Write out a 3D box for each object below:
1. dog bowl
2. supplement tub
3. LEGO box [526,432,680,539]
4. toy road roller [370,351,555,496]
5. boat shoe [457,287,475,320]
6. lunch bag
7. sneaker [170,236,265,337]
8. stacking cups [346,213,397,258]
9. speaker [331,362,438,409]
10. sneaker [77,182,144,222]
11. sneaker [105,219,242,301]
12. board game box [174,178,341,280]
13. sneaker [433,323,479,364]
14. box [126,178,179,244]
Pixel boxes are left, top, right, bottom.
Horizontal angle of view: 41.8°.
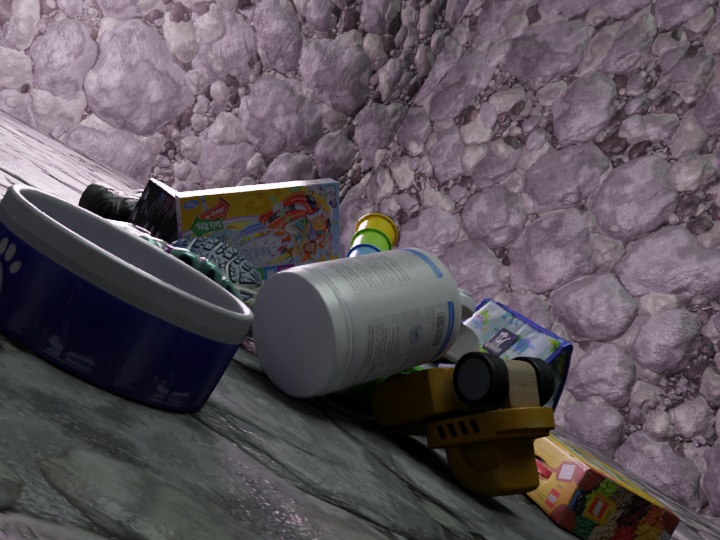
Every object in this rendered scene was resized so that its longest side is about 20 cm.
[{"bbox_3d":[-0.182,0.019,0.692,0.199,0.079,0.200,29,0,0],"label":"dog bowl"},{"bbox_3d":[0.000,0.050,0.990,0.199,0.133,0.132,-9,30,-44],"label":"supplement tub"},{"bbox_3d":[0.284,0.281,1.203,0.148,0.078,0.200,29,1,-15],"label":"LEGO box"},{"bbox_3d":[0.118,0.175,1.032,0.199,0.147,0.122,-19,-20,40],"label":"toy road roller"},{"bbox_3d":[0.065,0.016,1.254,0.198,0.066,0.074,12,-25,28],"label":"boat shoe"},{"bbox_3d":[0.196,0.158,1.364,0.170,0.201,0.127,31,1,44],"label":"lunch bag"},{"bbox_3d":[-0.145,0.038,1.096,0.199,0.085,0.077,31,44,-11],"label":"sneaker"},{"bbox_3d":[0.000,0.000,1.193,0.060,0.061,0.200,29,34,-4],"label":"stacking cups"},{"bbox_3d":[0.027,0.129,1.147,0.199,0.089,0.088,29,1,-44],"label":"speaker"},{"bbox_3d":[-0.338,-0.077,1.458,0.114,0.077,0.199,32,4,16],"label":"sneaker"},{"bbox_3d":[-0.217,-0.005,1.001,0.199,0.078,0.140,30,1,-13],"label":"sneaker"},{"bbox_3d":[-0.122,-0.036,1.160,0.198,0.136,0.034,-8,16,-20],"label":"board game box"},{"bbox_3d":[0.057,0.072,1.199,0.099,0.071,0.200,-8,-31,42],"label":"sneaker"},{"bbox_3d":[-0.232,-0.034,1.261,0.122,0.107,0.200,30,0,-31],"label":"box"}]
